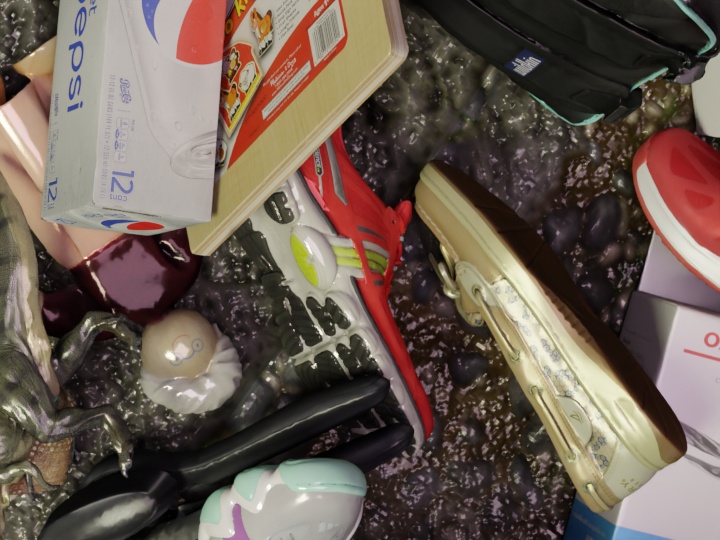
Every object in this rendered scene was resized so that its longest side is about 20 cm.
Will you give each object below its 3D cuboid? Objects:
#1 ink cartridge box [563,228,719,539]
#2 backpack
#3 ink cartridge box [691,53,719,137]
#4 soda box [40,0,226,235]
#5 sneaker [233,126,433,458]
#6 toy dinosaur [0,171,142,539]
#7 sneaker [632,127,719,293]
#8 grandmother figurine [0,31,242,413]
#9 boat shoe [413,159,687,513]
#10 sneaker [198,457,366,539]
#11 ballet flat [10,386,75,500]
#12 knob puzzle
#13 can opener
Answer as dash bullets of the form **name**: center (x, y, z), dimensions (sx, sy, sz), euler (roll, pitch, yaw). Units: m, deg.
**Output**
- **ink cartridge box**: center (0.193, 0.084, 1.077), dimensions (0.115, 0.067, 0.202), euler (14, 94, -14)
- **backpack**: center (0.085, -0.185, 0.967), dimensions (0.199, 0.176, 0.154), euler (27, 74, -13)
- **ink cartridge box**: center (0.217, -0.119, 0.987), dimensions (0.050, 0.200, 0.110), euler (-9, 99, -11)
- **soda box**: center (-0.105, -0.121, 0.957), dimensions (0.063, 0.068, 0.202), euler (8, 81, -30)
- **sneaker**: center (0.000, 0.000, 1.021), dimensions (0.085, 0.077, 0.201), euler (-32, 106, -33)
- **toy dinosaur**: center (-0.150, 0.054, 0.954), dimensions (0.087, 0.047, 0.202), euler (6, 86, -8)
- **sneaker**: center (0.236, -0.024, 1.018), dimensions (0.200, 0.116, 0.078), euler (45, 47, 13)
- **grandmother figurine**: center (-0.128, -0.012, 1.002), dimensions (0.121, 0.061, 0.201), euler (-33, 100, 3)
- **boat shoe**: center (0.084, 0.031, 1.024), dimensions (0.063, 0.073, 0.201), euler (-42, 74, 18)
- **sneaker**: center (-0.048, 0.187, 0.952), dimensions (0.077, 0.200, 0.141), euler (7, 53, -31)
- **ballet flat**: center (-0.236, 0.107, 0.991), dimensions (0.198, 0.071, 0.066), euler (-11, 119, -7)
- **knob puzzle**: center (-0.039, -0.134, 0.950), dimensions (0.030, 0.219, 0.222), euler (10, 96, -33)
- **can opener**: center (-0.065, 0.108, 0.999), dimensions (0.198, 0.079, 0.064), euler (-20, 110, 13)
